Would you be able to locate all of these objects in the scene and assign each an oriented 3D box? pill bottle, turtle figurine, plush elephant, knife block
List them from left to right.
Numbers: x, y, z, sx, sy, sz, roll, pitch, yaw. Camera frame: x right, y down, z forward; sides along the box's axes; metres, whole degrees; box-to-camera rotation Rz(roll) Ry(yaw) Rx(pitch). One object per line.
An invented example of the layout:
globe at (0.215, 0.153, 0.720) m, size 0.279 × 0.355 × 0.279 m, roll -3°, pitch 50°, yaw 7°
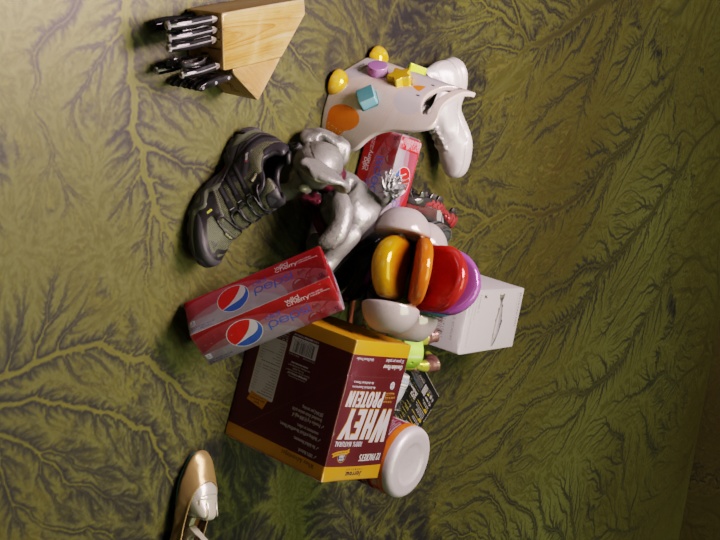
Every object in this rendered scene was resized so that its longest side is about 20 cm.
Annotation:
knife block at (-0.170, -0.301, 1.331) m, size 0.201 × 0.064 × 0.176 m, roll -63°, pitch 145°, yaw -14°
plush elephant at (-0.052, -0.109, 1.513) m, size 0.200 × 0.155 × 0.165 m, roll -43°, pitch -167°, yaw 19°
pill bottle at (-0.001, 0.266, 1.682) m, size 0.113 × 0.199 × 0.114 m, roll -26°, pitch 124°, yaw -46°
turtle figurine at (0.056, 0.133, 1.767) m, size 0.160 × 0.064 × 0.202 m, roll -13°, pitch 94°, yaw -32°

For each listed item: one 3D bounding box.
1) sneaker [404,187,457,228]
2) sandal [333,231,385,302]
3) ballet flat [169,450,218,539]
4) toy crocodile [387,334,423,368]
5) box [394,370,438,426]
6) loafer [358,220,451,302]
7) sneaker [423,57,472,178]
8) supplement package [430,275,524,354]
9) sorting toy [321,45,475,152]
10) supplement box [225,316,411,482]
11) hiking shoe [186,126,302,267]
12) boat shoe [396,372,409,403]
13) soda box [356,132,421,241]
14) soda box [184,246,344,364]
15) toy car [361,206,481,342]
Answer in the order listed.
sneaker at (0.101, -0.077, 1.778) m, size 0.099 × 0.070 × 0.200 m, roll -68°, pitch 157°, yaw -3°
sandal at (0.000, -0.001, 1.581) m, size 0.200 × 0.048 × 0.076 m, roll -41°, pitch 154°, yaw -31°
ballet flat at (-0.230, 0.357, 1.521) m, size 0.068 × 0.063 × 0.202 m, roll 11°, pitch 95°, yaw -55°
toy crocodile at (0.058, 0.058, 1.731) m, size 0.067 × 0.062 × 0.202 m, roll -10°, pitch 70°, yaw -29°
box at (0.053, 0.225, 1.874) m, size 0.160 × 0.049 × 0.201 m, roll -54°, pitch 141°, yaw -21°
loafer at (0.083, -0.002, 1.686) m, size 0.200 × 0.063 × 0.072 m, roll -39°, pitch 140°, yaw -28°
sneaker at (0.130, -0.244, 1.781) m, size 0.088 × 0.075 × 0.202 m, roll -22°, pitch 116°, yaw -34°
supplement package at (0.190, 0.074, 1.940) m, size 0.199 × 0.117 × 0.118 m, roll -2°, pitch 105°, yaw -54°
sorting toy at (0.065, -0.249, 1.579) m, size 0.200 × 0.179 × 0.108 m, roll -39°, pitch 133°, yaw -39°
supplement box at (-0.062, 0.173, 1.559) m, size 0.132 × 0.196 × 0.202 m, roll 10°, pitch 96°, yaw -52°
hiking shoe at (-0.152, -0.093, 1.410) m, size 0.076 × 0.100 × 0.202 m, roll 37°, pitch 74°, yaw -53°
boat shoe at (-0.001, 0.166, 1.653) m, size 0.070 × 0.200 × 0.072 m, roll 24°, pitch 86°, yaw -32°
soda box at (0.030, -0.116, 1.679) m, size 0.063 × 0.070 × 0.202 m, roll 10°, pitch 97°, yaw -54°
soda box at (-0.127, 0.047, 1.429) m, size 0.198 × 0.064 × 0.070 m, roll -23°, pitch 134°, yaw 2°
toy car at (0.096, 0.011, 1.542) m, size 0.200 × 0.149 × 0.177 m, roll 29°, pitch 68°, yaw -66°
